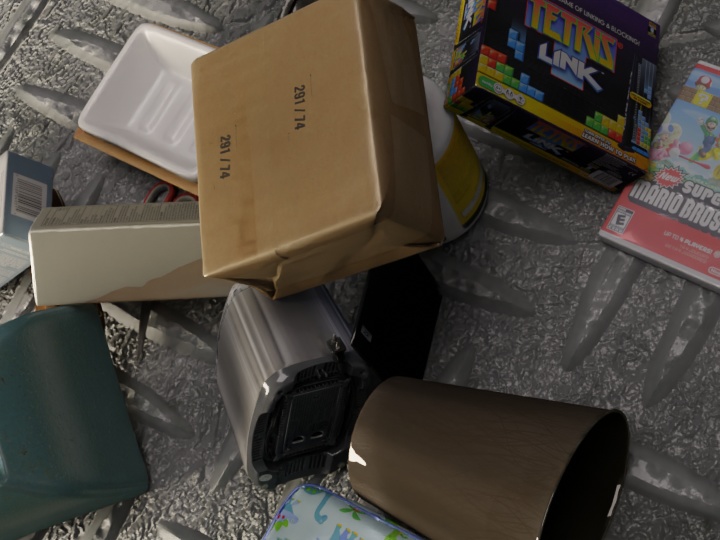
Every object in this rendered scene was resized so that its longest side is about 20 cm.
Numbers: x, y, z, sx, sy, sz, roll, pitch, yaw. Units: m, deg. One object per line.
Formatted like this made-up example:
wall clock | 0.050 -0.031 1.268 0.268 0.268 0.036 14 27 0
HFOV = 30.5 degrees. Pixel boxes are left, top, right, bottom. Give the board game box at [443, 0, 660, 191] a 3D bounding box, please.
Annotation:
board game box | 0.181 -0.189 1.214 0.057 0.198 0.168 -28 46 55

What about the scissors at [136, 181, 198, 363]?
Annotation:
scissors | -0.224 -0.001 1.395 0.072 0.014 0.203 11 72 23

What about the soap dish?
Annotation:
soap dish | -0.191 -0.168 1.419 0.198 0.081 0.159 24 76 30

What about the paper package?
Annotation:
paper package | -0.040 -0.100 1.086 0.188 0.103 0.203 -18 69 30

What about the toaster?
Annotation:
toaster | -0.065 0.090 1.186 0.112 0.202 0.130 -13 50 -22

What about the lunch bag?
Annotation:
lunch bag | -0.007 0.289 1.125 0.198 0.083 0.162 22 75 29

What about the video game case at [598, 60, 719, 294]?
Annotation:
video game case | 0.326 -0.087 1.208 0.142 0.017 0.202 26 77 30

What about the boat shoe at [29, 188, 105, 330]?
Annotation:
boat shoe | -0.316 -0.007 1.405 0.069 0.071 0.202 -1 54 -24

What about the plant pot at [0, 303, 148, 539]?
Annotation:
plant pot | -0.344 0.151 1.225 0.194 0.200 0.199 -21 83 12

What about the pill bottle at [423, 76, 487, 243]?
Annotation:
pill bottle | 0.043 -0.113 1.227 0.110 0.200 0.114 -9 62 17

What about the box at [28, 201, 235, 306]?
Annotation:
box | -0.219 -0.019 1.301 0.196 0.095 0.079 -2 107 -3

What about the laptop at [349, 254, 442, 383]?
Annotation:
laptop | 0.000 0.000 1.205 0.103 0.177 0.200 -41 59 -2

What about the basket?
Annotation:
basket | 0.099 0.170 1.111 0.198 0.137 0.181 14 47 32

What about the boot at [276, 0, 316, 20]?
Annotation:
boot | -0.019 -0.196 1.347 0.172 0.069 0.202 27 72 -5

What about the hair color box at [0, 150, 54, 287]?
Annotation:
hair color box | -0.404 -0.034 1.407 0.199 0.060 0.100 -29 54 38
